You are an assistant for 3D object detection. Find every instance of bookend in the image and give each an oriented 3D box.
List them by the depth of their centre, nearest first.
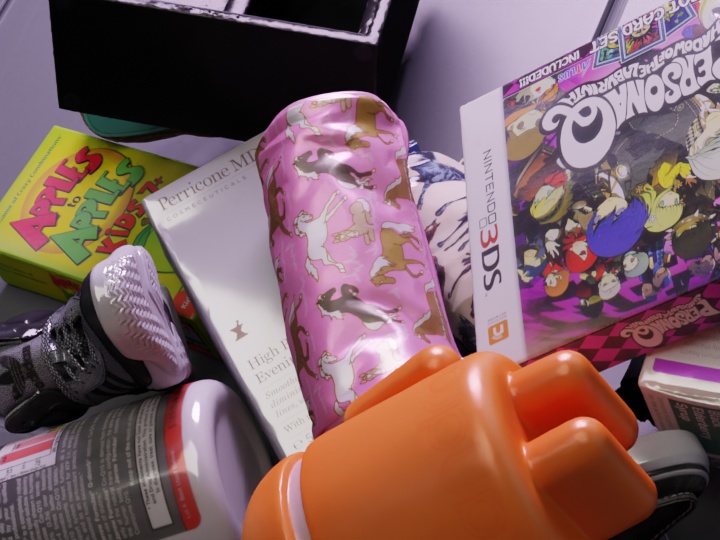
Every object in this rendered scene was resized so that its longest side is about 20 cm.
[{"bbox_3d":[-0.066,-0.180,1.178,0.197,0.093,0.201,11,46,7],"label":"bookend"}]

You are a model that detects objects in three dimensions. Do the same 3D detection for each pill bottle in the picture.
[{"bbox_3d":[-0.152,0.142,1.052,0.198,0.116,0.117,-18,50,13],"label":"pill bottle"}]

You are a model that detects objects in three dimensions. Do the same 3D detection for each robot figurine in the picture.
[{"bbox_3d":[0.030,0.111,0.843,0.199,0.116,0.145,-30,80,18],"label":"robot figurine"}]

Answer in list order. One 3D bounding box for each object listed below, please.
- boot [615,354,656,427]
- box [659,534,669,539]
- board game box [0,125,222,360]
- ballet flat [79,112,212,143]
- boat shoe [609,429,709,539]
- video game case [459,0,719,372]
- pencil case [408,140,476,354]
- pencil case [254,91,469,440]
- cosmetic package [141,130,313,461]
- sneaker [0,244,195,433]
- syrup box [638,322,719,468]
[{"bbox_3d":[0.177,0.006,1.027,0.197,0.073,0.164,8,66,33],"label":"boot"},{"bbox_3d":[0.087,0.172,0.959,0.158,0.046,0.201,-28,49,5],"label":"box"},{"bbox_3d":[-0.145,-0.021,1.218,0.199,0.048,0.102,17,65,35],"label":"board game box"},{"bbox_3d":[-0.085,-0.118,1.245,0.198,0.069,0.072,-4,20,6],"label":"ballet flat"},{"bbox_3d":[0.088,0.152,0.905,0.199,0.072,0.071,-35,55,12],"label":"boat shoe"},{"bbox_3d":[0.141,-0.047,0.918,0.199,0.036,0.183,-25,46,27],"label":"video game case"},{"bbox_3d":[0.069,-0.005,1.052,0.089,0.078,0.200,-45,35,-3],"label":"pencil case"},{"bbox_3d":[0.000,0.000,1.001,0.083,0.086,0.202,-50,45,45],"label":"pencil case"},{"bbox_3d":[-0.037,0.024,1.079,0.101,0.074,0.201,-29,63,-7],"label":"cosmetic package"},{"bbox_3d":[-0.156,0.045,1.041,0.113,0.200,0.076,-19,81,-3],"label":"sneaker"},{"bbox_3d":[0.204,-0.007,0.932,0.081,0.079,0.202,10,65,26],"label":"syrup box"}]
